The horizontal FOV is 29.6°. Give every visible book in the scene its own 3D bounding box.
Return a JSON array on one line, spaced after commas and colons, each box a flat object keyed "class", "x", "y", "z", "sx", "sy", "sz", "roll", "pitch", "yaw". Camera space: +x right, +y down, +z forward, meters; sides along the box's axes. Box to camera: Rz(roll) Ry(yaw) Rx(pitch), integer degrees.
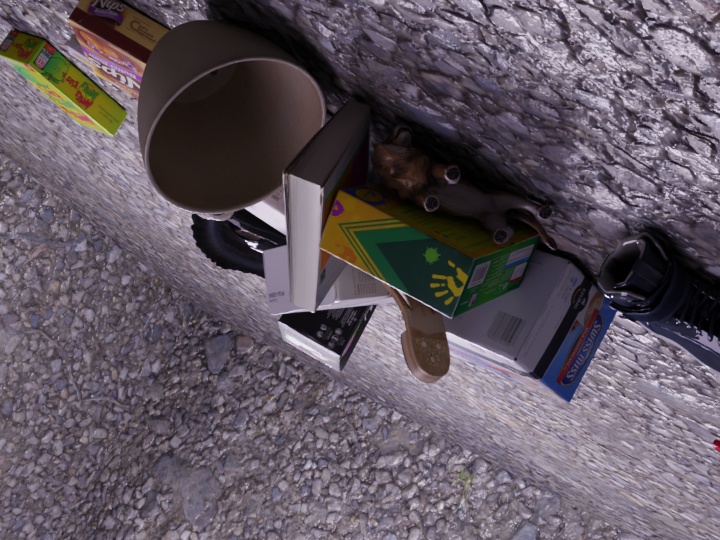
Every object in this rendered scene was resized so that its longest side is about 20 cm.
[{"class": "book", "x": -0.030, "y": -0.068, "z": 1.472, "sx": 0.048, "sy": 0.134, "sz": 0.201, "roll": 22, "pitch": 141, "yaw": 17}]

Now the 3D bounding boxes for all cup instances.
[{"class": "cup", "x": -0.153, "y": -0.182, "z": 1.434, "sx": 0.200, "sy": 0.200, "sz": 0.144, "roll": 45, "pitch": -169, "yaw": -51}]

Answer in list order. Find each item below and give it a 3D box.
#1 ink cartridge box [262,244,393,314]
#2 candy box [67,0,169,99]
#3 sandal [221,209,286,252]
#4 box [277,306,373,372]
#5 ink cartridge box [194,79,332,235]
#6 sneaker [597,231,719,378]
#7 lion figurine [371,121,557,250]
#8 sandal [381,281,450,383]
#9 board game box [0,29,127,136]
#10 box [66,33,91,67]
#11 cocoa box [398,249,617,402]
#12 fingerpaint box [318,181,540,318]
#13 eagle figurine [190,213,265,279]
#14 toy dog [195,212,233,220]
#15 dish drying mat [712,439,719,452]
[{"class": "ink cartridge box", "x": 0.000, "y": 0.000, "z": 1.685, "sx": 0.199, "sy": 0.084, "sz": 0.146, "roll": -4, "pitch": 175, "yaw": -41}, {"class": "candy box", "x": -0.288, "y": -0.271, "z": 1.703, "sx": 0.116, "sy": 0.057, "sz": 0.200, "roll": 31, "pitch": 171, "yaw": 4}, {"class": "sandal", "x": -0.121, "y": -0.046, "z": 1.773, "sx": 0.200, "sy": 0.048, "sz": 0.075, "roll": 31, "pitch": -154, "yaw": -12}, {"class": "box", "x": -0.052, "y": 0.073, "z": 2.346, "sx": 0.124, "sy": 0.149, "sz": 0.200, "roll": 29, "pitch": 169, "yaw": 5}, {"class": "ink cartridge box", "x": -0.116, "y": -0.145, "z": 1.584, "sx": 0.199, "sy": 0.129, "sz": 0.125, "roll": 34, "pitch": 171, "yaw": -5}, {"class": "sneaker", "x": 0.318, "y": 0.037, "z": 1.297, "sx": 0.202, "sy": 0.077, "sz": 0.146, "roll": 25, "pitch": 170, "yaw": 41}, {"class": "lion figurine", "x": 0.105, "y": -0.077, "z": 1.414, "sx": 0.199, "sy": 0.073, "sz": 0.122, "roll": 30, "pitch": -178, "yaw": -18}, {"class": "sandal", "x": 0.072, "y": 0.017, "z": 1.543, "sx": 0.077, "sy": 0.213, "sz": 0.070, "roll": 2, "pitch": 152, "yaw": -34}, {"class": "board game box", "x": -0.469, "y": -0.294, "z": 2.144, "sx": 0.101, "sy": 0.048, "sz": 0.200, "roll": 22, "pitch": 166, "yaw": 43}, {"class": "box", "x": -0.301, "y": -0.261, "z": 1.831, "sx": 0.199, "sy": 0.039, "sz": 0.041, "roll": 32, "pitch": 171, "yaw": -1}, {"class": "cocoa box", "x": 0.174, "y": 0.047, "z": 1.604, "sx": 0.199, "sy": 0.134, "sz": 0.131, "roll": 21, "pitch": 168, "yaw": 45}, {"class": "fingerpaint box", "x": 0.077, "y": -0.030, "z": 1.456, "sx": 0.166, "sy": 0.074, "sz": 0.200, "roll": 28, "pitch": -160, "yaw": 20}, {"class": "eagle figurine", "x": -0.130, "y": -0.062, "z": 2.025, "sx": 0.199, "sy": 0.152, "sz": 0.152, "roll": 16, "pitch": -175, "yaw": 19}, {"class": "toy dog", "x": -0.121, "y": -0.131, "z": 1.736, "sx": 0.199, "sy": 0.097, "sz": 0.132, "roll": 6, "pitch": -135, "yaw": -28}, {"class": "dish drying mat", "x": 0.569, "y": 0.270, "z": 1.819, "sx": 0.077, "sy": 0.018, "sz": 0.199, "roll": 39, "pitch": 167, "yaw": -36}]
